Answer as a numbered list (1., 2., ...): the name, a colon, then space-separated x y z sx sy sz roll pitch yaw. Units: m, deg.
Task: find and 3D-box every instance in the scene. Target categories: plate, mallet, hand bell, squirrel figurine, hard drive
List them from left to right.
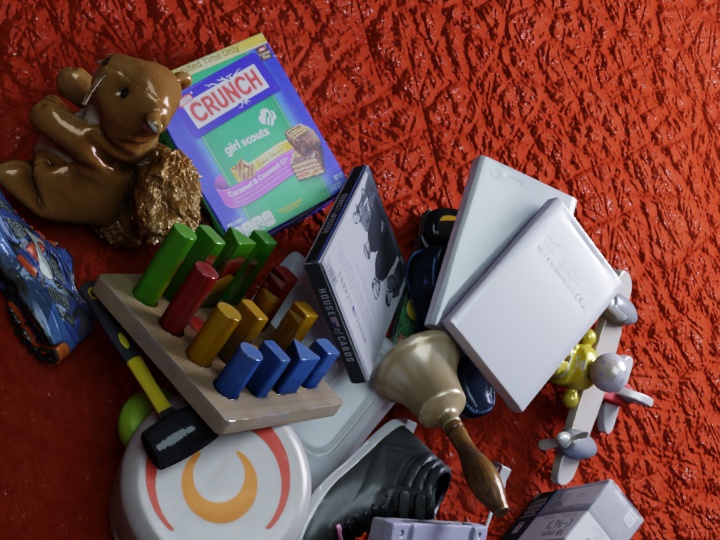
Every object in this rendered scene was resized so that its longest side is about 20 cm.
1. squirrel figurine: -0.226 -0.118 1.118 0.200 0.186 0.142 47 33 -17
2. mallet: -0.195 0.085 1.043 0.065 0.041 0.201 -19 62 -22
3. plate: -0.056 0.109 1.224 0.199 0.032 0.200 44 64 -5
4. hand bell: 0.098 0.167 1.159 0.103 0.105 0.201 -2 41 -28
5. hard drive: 0.159 -0.010 1.269 0.130 0.026 0.203 22 75 -16
6. hard drive: 0.191 0.036 1.243 0.200 0.025 0.132 -46 105 -23

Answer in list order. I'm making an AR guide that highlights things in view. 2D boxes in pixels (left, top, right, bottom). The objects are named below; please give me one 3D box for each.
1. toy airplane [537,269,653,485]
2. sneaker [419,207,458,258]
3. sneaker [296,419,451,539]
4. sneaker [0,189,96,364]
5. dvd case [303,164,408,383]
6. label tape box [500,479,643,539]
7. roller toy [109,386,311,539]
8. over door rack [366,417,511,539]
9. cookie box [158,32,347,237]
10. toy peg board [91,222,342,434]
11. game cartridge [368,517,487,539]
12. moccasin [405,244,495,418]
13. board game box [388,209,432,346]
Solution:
1. toy airplane: 0.272 0.124 1.335 0.197 0.141 0.203 -24 99 -23
2. sneaker: 0.167 -0.027 1.335 0.198 0.090 0.071 27 64 -20
3. sneaker: 0.016 0.241 1.141 0.098 0.071 0.200 27 54 30
4. sneaker: -0.328 -0.009 1.118 0.078 0.075 0.202 -33 98 -41
5. dvd case: 0.000 0.000 1.220 0.201 0.024 0.152 -65 140 -53
6. label tape box: 0.195 0.322 1.230 0.064 0.144 0.200 50 59 -4
7. roller toy: -0.146 0.220 1.088 0.180 0.140 0.203 4 63 -18
8. over door rack: 0.084 0.273 1.234 0.146 0.066 0.202 27 63 -18
9. cookie box: -0.134 -0.135 1.249 0.170 0.075 0.202 -31 89 -32
10. toy peg board: -0.113 0.043 1.086 0.199 0.098 0.199 44 20 24
11. game cartridge: 0.061 0.310 1.107 0.199 0.038 0.132 20 75 -56
12. moccasin: 0.104 0.070 1.284 0.080 0.068 0.202 -22 86 -31
13. board game box: 0.096 0.037 1.345 0.104 0.023 0.203 23 64 -17
